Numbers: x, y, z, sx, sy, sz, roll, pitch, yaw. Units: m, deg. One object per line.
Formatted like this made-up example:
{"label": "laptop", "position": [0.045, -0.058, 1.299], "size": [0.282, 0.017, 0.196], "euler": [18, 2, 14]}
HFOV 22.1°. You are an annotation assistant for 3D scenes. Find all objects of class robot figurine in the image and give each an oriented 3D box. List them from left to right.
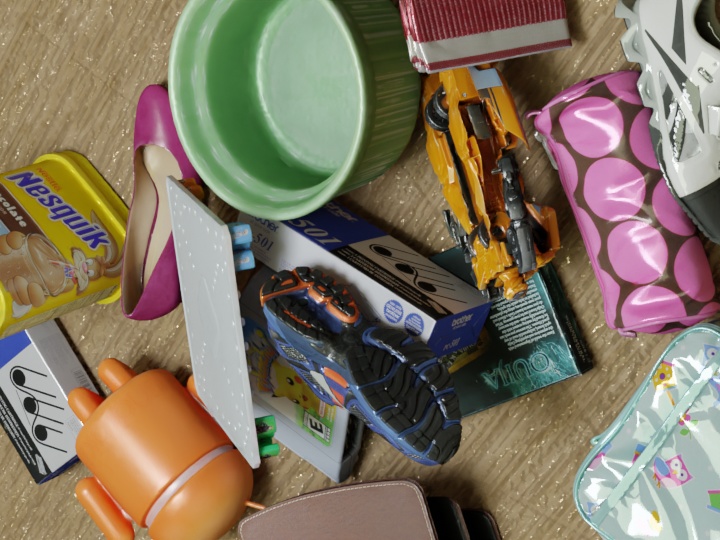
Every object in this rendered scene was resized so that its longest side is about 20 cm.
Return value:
{"label": "robot figurine", "position": [-0.178, 0.171, 1.664], "size": [0.200, 0.144, 0.117], "euler": [45, 139, 13]}
{"label": "robot figurine", "position": [0.098, -0.075, 1.415], "size": [0.145, 0.058, 0.201], "euler": [131, 123, -72]}

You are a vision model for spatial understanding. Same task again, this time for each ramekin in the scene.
{"label": "ramekin", "position": [-0.048, -0.147, 1.459], "size": [0.199, 0.097, 0.202], "euler": [11, 108, 36]}

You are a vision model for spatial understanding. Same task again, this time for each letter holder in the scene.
{"label": "letter holder", "position": [0.010, 0.243, 1.577], "size": [0.199, 0.100, 0.143], "euler": [-18, 91, 34]}

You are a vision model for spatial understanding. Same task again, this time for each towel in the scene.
{"label": "towel", "position": [0.082, -0.254, 1.370], "size": [0.023, 0.143, 0.202], "euler": [-4, 98, 61]}

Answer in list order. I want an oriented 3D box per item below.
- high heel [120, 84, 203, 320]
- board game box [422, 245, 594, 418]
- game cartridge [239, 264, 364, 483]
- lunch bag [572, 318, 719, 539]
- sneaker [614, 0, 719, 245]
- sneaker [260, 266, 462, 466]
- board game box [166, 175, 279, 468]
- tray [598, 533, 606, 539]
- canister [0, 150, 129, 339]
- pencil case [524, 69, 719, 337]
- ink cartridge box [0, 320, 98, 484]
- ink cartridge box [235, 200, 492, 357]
{"label": "high heel", "position": [-0.183, -0.059, 1.616], "size": [0.067, 0.096, 0.202], "euler": [-4, 101, 32]}
{"label": "board game box", "position": [0.081, 0.052, 1.520], "size": [0.199, 0.028, 0.136], "euler": [-23, 88, 34]}
{"label": "game cartridge", "position": [-0.052, 0.085, 1.563], "size": [0.133, 0.040, 0.201], "euler": [37, 145, 23]}
{"label": "lunch bag", "position": [0.260, 0.146, 1.393], "size": [0.160, 0.077, 0.201], "euler": [38, 109, 16]}
{"label": "sneaker", "position": [0.257, -0.117, 1.339], "size": [0.088, 0.074, 0.201], "euler": [-19, 93, 36]}
{"label": "sneaker", "position": [0.003, 0.079, 1.417], "size": [0.200, 0.075, 0.079], "euler": [44, 152, 25]}
{"label": "board game box", "position": [-0.114, 0.036, 1.521], "size": [0.200, 0.026, 0.202], "euler": [-142, 43, -66]}
{"label": "tray", "position": [0.270, 0.250, 1.462], "size": [0.107, 0.022, 0.201], "euler": [-41, 80, 32]}
{"label": "canister", "position": [-0.299, -0.020, 1.636], "size": [0.149, 0.200, 0.087], "euler": [50, 123, 11]}
{"label": "pencil case", "position": [0.198, -0.046, 1.389], "size": [0.093, 0.091, 0.201], "euler": [-21, 90, -1]}
{"label": "ink cartridge box", "position": [-0.321, 0.094, 1.767], "size": [0.094, 0.044, 0.201], "euler": [-36, 83, 33]}
{"label": "ink cartridge box", "position": [0.000, 0.000, 1.487], "size": [0.199, 0.094, 0.044], "euler": [32, 115, 25]}
